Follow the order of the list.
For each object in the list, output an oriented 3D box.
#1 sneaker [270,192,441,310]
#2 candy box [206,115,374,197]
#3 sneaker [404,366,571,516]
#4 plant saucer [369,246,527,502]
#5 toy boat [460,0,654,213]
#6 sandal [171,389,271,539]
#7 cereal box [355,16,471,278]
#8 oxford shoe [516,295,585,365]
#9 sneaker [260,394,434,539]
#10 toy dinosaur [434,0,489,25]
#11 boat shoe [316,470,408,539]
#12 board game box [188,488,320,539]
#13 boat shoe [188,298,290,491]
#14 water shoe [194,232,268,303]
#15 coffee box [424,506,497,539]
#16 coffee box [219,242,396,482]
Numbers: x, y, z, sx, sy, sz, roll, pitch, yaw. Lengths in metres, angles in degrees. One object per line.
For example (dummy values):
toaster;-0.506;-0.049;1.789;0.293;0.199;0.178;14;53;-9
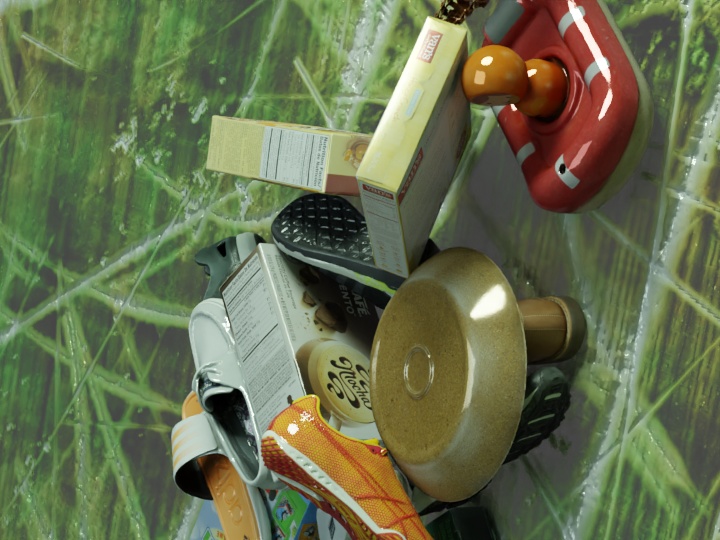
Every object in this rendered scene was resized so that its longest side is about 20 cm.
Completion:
sneaker;0.000;0.000;1.717;0.199;0.072;0.083;26;147;41
candy box;-0.038;-0.100;1.764;0.199;0.115;0.056;13;98;54
sneaker;0.091;0.126;1.586;0.200;0.074;0.080;-43;66;44
plant saucer;0.058;0.080;1.559;0.200;0.035;0.202;-14;73;57
toy boat;0.133;-0.139;1.517;0.131;0.130;0.201;-52;47;38
sandal;-0.140;0.190;1.861;0.079;0.059;0.208;-55;44;34
cereal box;0.046;-0.093;1.563;0.200;0.039;0.145;77;-145;-69
oxford shoe;0.091;0.060;1.608;0.200;0.071;0.072;-30;64;51
sneaker;0.012;0.178;1.573;0.200;0.077;0.073;46;152;-7
toy dinosaur;0.113;-0.262;1.561;0.101;0.136;0.202;11;87;13
boat shoe;0.003;0.216;1.701;0.200;0.065;0.072;101;156;-61
board game box;-0.096;0.241;1.876;0.151;0.036;0.201;48;125;46
boat shoe;-0.115;0.110;1.775;0.072;0.068;0.201;-39;63;34
water shoe;-0.113;0.064;1.872;0.078;0.072;0.201;-14;61;14
coffee box;0.051;0.293;1.659;0.200;0.044;0.124;-41;56;45
coffee box;-0.039;0.082;1.749;0.080;0.112;0.201;-46;50;41
